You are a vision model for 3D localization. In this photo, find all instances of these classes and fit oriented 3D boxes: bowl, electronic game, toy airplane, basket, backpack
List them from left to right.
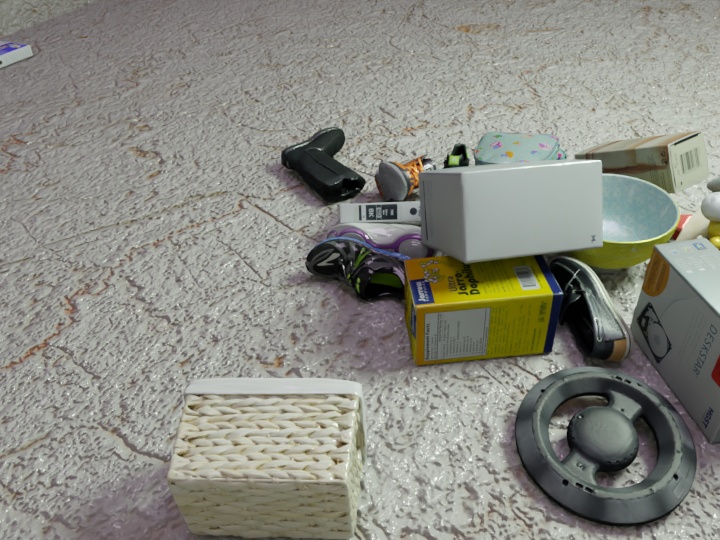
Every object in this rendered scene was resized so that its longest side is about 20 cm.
[{"bbox_3d":[-0.095,0.206,0.647,0.198,0.136,0.124,0,41,5],"label":"basket"},{"bbox_3d":[0.271,-0.153,1.068,0.174,0.154,0.201,11,50,24],"label":"backpack"},{"bbox_3d":[0.283,0.197,0.698,0.198,0.042,0.201,-5,44,5],"label":"electronic game"},{"bbox_3d":[0.398,-0.061,0.968,0.198,0.108,0.201,-4,38,3],"label":"bowl"},{"bbox_3d":[0.552,-0.074,0.947,0.198,0.141,0.201,-15,49,17],"label":"toy airplane"}]

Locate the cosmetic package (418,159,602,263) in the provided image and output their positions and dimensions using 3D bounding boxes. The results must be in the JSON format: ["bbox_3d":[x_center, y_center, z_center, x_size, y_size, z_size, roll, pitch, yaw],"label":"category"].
[{"bbox_3d":[0.207,-0.092,0.863,0.198,0.124,0.200,-6,11,-10],"label":"cosmetic package"}]

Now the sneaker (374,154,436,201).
[{"bbox_3d":[0.094,-0.183,1.114,0.111,0.078,0.200,-23,10,-5],"label":"sneaker"}]

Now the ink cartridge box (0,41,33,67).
[{"bbox_3d":[-1.267,-0.732,2.034,0.197,0.044,0.200,15,39,23],"label":"ink cartridge box"}]

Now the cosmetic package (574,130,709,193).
[{"bbox_3d":[0.507,-0.192,1.086,0.103,0.088,0.200,-24,15,-25],"label":"cosmetic package"}]

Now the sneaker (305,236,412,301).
[{"bbox_3d":[0.000,0.000,0.954,0.198,0.071,0.083,14,34,17],"label":"sneaker"}]

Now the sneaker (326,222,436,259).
[{"bbox_3d":[0.040,-0.044,1.028,0.198,0.076,0.100,8,16,17],"label":"sneaker"}]

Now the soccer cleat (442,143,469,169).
[{"bbox_3d":[0.176,-0.175,1.159,0.067,0.082,0.201,7,41,13],"label":"soccer cleat"}]

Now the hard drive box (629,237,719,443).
[{"bbox_3d":[0.435,0.081,0.744,0.076,0.157,0.201,-8,37,-5],"label":"hard drive box"}]

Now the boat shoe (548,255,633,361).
[{"bbox_3d":[0.317,0.050,0.864,0.062,0.075,0.201,-4,42,-11],"label":"boat shoe"}]

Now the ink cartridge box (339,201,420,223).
[{"bbox_3d":[0.070,-0.104,1.062,0.198,0.040,0.099,-2,4,15],"label":"ink cartridge box"}]

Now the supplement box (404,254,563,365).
[{"bbox_3d":[0.166,0.049,0.845,0.198,0.110,0.110,-5,37,-2],"label":"supplement box"}]

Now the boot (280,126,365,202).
[{"bbox_3d":[-0.054,-0.226,1.256,0.164,0.066,0.200,-32,42,-19],"label":"boot"}]
